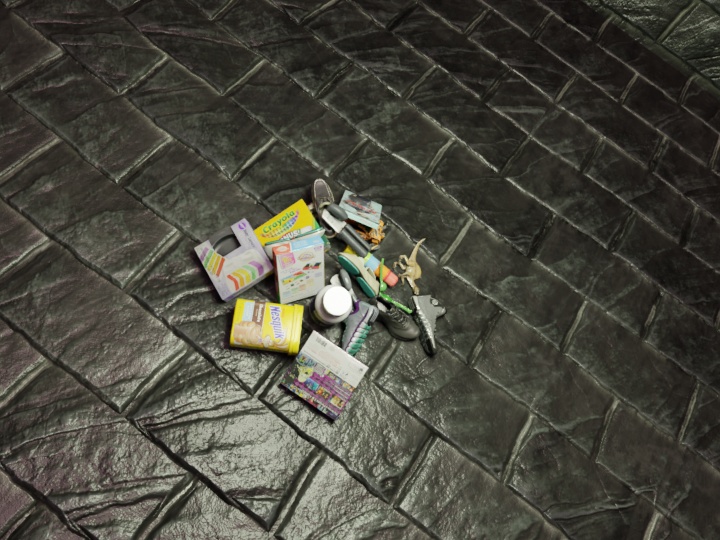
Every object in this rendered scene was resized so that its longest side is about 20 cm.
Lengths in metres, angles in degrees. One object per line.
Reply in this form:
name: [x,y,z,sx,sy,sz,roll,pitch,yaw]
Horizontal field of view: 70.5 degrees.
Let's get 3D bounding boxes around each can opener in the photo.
can opener: [-0.032,0.095,1.621,0.052,0.066,0.202,-25,81,-21]
can opener: [-0.038,-0.127,1.601,0.200,0.067,0.053,44,55,-10]

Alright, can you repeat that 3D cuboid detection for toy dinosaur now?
toy dinosaur: [0.166,-0.016,1.730,0.100,0.058,0.203,13,72,-25]

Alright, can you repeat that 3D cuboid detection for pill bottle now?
pill bottle: [-0.086,0.103,1.515,0.110,0.200,0.113,3,79,-13]

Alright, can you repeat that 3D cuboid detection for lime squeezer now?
lime squeezer: [0.089,0.064,1.652,0.202,0.070,0.038,62,32,-8]

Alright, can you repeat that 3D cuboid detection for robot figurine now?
robot figurine: [-0.009,-0.145,1.724,0.198,0.058,0.147,14,68,-8]

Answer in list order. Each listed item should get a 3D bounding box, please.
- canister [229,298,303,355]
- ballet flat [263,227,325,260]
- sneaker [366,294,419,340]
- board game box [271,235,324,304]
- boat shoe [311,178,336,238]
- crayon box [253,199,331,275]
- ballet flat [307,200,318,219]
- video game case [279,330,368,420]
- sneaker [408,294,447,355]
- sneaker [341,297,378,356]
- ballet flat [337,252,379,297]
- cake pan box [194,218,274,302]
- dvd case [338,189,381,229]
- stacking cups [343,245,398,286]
canister: [-0.278,0.167,1.512,0.197,0.087,0.150,8,66,-10]
ballet flat: [-0.195,-0.077,1.553,0.198,0.069,0.070,-15,70,6]
sneaker: [0.106,0.150,1.616,0.199,0.091,0.076,33,63,-1]
board game box: [-0.184,0.001,1.544,0.151,0.202,0.040,-15,44,-21]
boat shoe: [-0.113,-0.208,1.651,0.071,0.065,0.203,-7,79,-12]
crayon box: [-0.219,-0.096,1.614,0.199,0.058,0.173,-33,80,-2]
ballet flat: [-0.182,-0.185,1.694,0.076,0.064,0.200,41,64,11]
video game case: [-0.105,0.306,1.496,0.199,0.036,0.182,33,84,1]
sneaker: [0.241,0.166,1.654,0.114,0.075,0.202,-11,70,-21]
sneaker: [-0.026,0.186,1.571,0.087,0.074,0.201,31,86,25]
ballet flat: [0.000,0.000,1.629,0.070,0.069,0.201,-53,122,-26]
cake pan box: [-0.384,-0.035,1.560,0.183,0.052,0.201,-30,77,-7]
dvd case: [0.000,-0.207,1.708,0.145,0.022,0.201,23,27,-4]
stacking cups: [0.039,-0.024,1.675,0.199,0.060,0.061,36,64,-6]
